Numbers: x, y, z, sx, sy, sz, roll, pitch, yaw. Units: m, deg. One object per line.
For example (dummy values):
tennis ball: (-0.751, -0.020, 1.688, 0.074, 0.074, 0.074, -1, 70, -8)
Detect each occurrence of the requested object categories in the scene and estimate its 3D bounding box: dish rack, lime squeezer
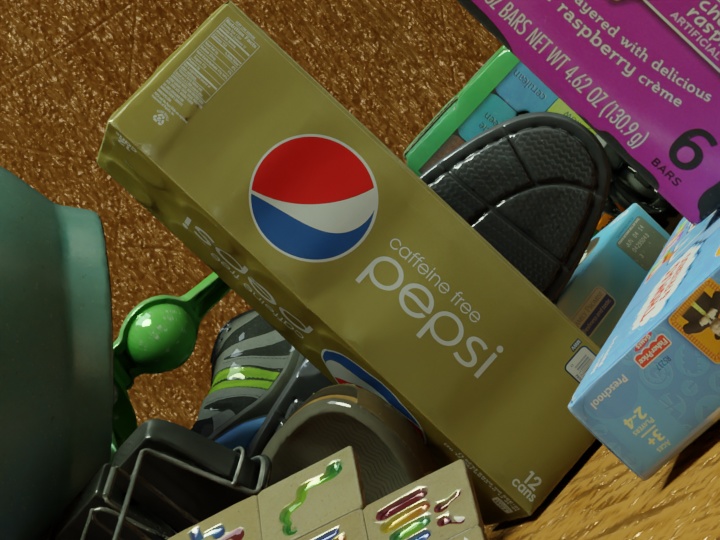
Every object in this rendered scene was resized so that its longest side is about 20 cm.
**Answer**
dish rack: (-0.107, 0.151, 0.744, 0.153, 0.055, 0.200, -49, 15, 32)
lime squeezer: (-0.084, 0.038, 0.944, 0.071, 0.038, 0.200, -22, 29, 44)

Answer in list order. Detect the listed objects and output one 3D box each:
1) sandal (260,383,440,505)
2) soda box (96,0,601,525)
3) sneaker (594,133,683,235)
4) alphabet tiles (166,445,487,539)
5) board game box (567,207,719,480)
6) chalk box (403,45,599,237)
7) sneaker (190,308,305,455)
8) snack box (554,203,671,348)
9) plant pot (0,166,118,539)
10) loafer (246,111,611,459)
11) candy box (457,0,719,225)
sandal: (-0.035, 0.122, 0.816, 0.200, 0.082, 0.055, -47, 0, 36)
soda box: (0.000, 0.000, 0.790, 0.064, 0.200, 0.068, -47, 1, -15)
sneaker: (0.129, -0.044, 0.906, 0.079, 0.074, 0.200, -44, -5, -1)
alphabet tiles: (-0.052, 0.125, 0.610, 0.200, 0.006, 0.166, -28, 28, 8)
board game box: (0.153, -0.040, 0.633, 0.200, 0.037, 0.151, -45, 1, 31)
chalk box: (0.114, -0.068, 1.084, 0.124, 0.125, 0.200, -47, 2, 22)
sneaker: (-0.038, 0.065, 0.966, 0.083, 0.071, 0.200, 2, 43, 47)
snack box: (0.056, 0.056, 0.942, 0.116, 0.037, 0.200, -49, 2, -30)
plant pot: (-0.165, 0.036, 0.845, 0.200, 0.134, 0.200, 179, 90, -78)
loafer: (0.023, 0.019, 0.866, 0.200, 0.072, 0.063, -53, -1, 10)
candy box: (0.117, -0.126, 0.613, 0.200, 0.136, 0.061, -46, 2, 34)
